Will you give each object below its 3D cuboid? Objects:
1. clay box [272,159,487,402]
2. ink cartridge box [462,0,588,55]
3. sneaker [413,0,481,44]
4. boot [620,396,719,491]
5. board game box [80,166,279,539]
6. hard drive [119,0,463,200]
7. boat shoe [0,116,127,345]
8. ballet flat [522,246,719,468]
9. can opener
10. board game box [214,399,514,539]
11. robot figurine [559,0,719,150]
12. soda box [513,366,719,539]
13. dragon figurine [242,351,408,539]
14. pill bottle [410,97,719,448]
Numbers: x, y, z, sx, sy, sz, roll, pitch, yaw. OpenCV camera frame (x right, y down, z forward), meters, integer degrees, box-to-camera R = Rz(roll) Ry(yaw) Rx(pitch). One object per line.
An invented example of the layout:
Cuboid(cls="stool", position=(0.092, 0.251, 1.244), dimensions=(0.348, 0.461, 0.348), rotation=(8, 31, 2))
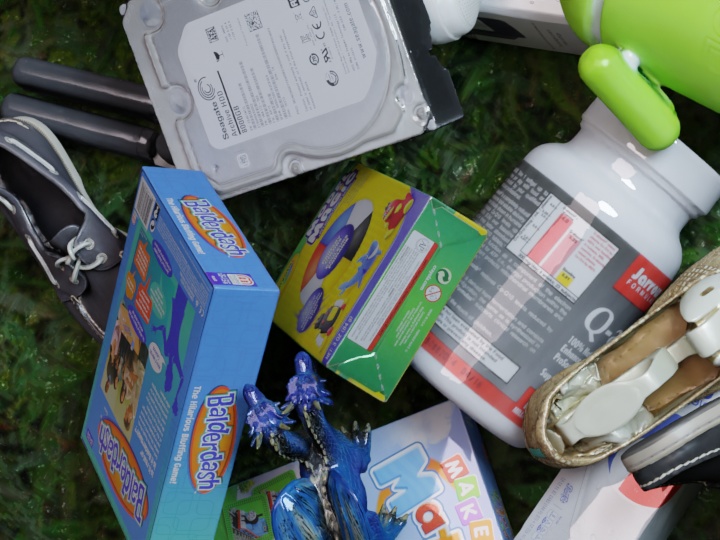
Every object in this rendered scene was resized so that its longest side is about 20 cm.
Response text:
Cuboid(cls="clay box", position=(0.000, 0.000, 1.326), dimensions=(0.048, 0.200, 0.115), rotation=(32, 90, -19))
Cuboid(cls="ink cartridge box", position=(0.086, -0.222, 1.391), dimensions=(0.200, 0.084, 0.145), rotation=(11, 82, 21))
Cuboid(cls="sneaker", position=(0.091, -0.233, 1.306), dimensions=(0.116, 0.074, 0.200), rotation=(1, 79, 23))
Cuboid(cls="boot", position=(0.244, 0.136, 1.215), dimensions=(0.073, 0.200, 0.151), rotation=(-33, 72, 46))
Cuboid(cls="board game box", position=(-0.114, 0.060, 1.340), dimensions=(0.152, 0.045, 0.200), rotation=(-125, 45, -52))
Cuboid(cls="hard drive", position=(-0.046, -0.127, 1.330), dimensions=(0.200, 0.038, 0.140), rotation=(-15, 97, 39))
Cuboid(cls="boat shoe", position=(-0.190, -0.014, 1.440), dimensions=(0.073, 0.063, 0.200), rotation=(-39, 83, 19))
Cuboid(cls="ballet flat", position=(0.177, 0.049, 1.233), dimensions=(0.200, 0.065, 0.071), rotation=(-40, 92, 10))
Cuboid(cls="can opener", position=(-0.149, -0.102, 1.459), dimensions=(0.200, 0.067, 0.053), rotation=(15, 83, 15))
Cuboid(cls="board game box", position=(-0.003, 0.184, 1.362), dimensions=(0.200, 0.037, 0.151), rotation=(-23, 72, 13))
Cuboid(cls="robot figurine", position=(0.197, -0.155, 1.240), dimensions=(0.200, 0.116, 0.175), rotation=(30, 74, 27))
Cuboid(cls="soda box", position=(0.169, 0.109, 1.299), dimensions=(0.063, 0.068, 0.200), rotation=(35, 91, 23))
Cuboid(cls="dragon figurine", position=(-0.016, 0.145, 1.285), dimensions=(0.059, 0.099, 0.200), rotation=(-16, 91, 17))
Cuboid(cls="pill bottle", position=(0.118, -0.003, 1.315), dimensions=(0.116, 0.116, 0.200), rotation=(41, 95, 23))
